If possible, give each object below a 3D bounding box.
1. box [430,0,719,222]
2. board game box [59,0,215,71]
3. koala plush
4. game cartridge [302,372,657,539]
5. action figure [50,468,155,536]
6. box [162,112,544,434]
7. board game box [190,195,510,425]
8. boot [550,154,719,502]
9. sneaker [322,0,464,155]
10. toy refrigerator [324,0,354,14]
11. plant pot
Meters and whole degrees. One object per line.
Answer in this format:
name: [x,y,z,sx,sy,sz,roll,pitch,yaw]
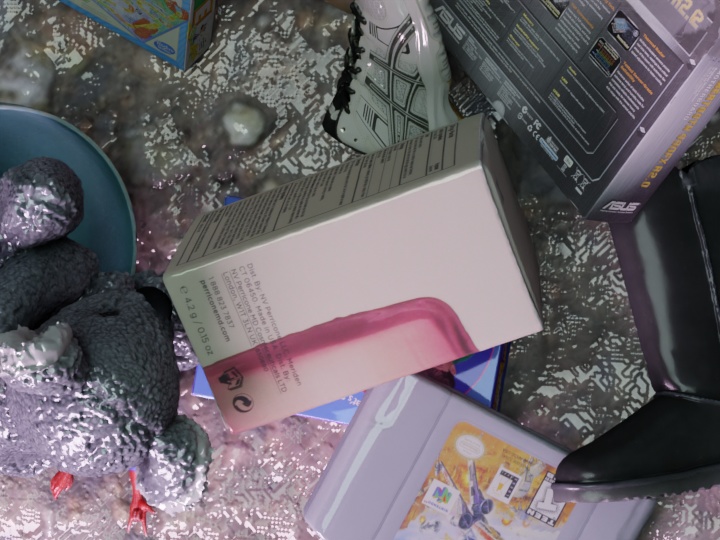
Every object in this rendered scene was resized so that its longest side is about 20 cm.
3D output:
box: [0.137,-0.154,1.034,0.200,0.048,0.159,54,126,31]
board game box: [-0.185,-0.233,1.141,0.199,0.135,0.034,30,54,12]
koala plush: [-0.167,0.062,1.009,0.184,0.200,0.177,-49,122,-8]
game cartridge: [0.072,0.156,1.071,0.199,0.042,0.134,27,89,-13]
action figure: [-0.207,0.122,1.157,0.199,0.065,0.100,4,81,13]
box: [0.000,0.000,1.027,0.199,0.128,0.109,-19,106,11]
board game box: [-0.001,0.034,1.126,0.199,0.045,0.135,10,89,13]
boot: [0.176,0.035,1.050,0.164,0.066,0.201,-6,86,-26]
sneaker: [0.013,-0.117,1.073,0.087,0.076,0.201,-18,117,1]
toy refrigerator: [-0.039,-0.224,1.070,0.070,0.200,0.076,23,93,41]
plant pot: [-0.266,-0.021,1.128,0.135,0.199,0.201,25,93,53]
